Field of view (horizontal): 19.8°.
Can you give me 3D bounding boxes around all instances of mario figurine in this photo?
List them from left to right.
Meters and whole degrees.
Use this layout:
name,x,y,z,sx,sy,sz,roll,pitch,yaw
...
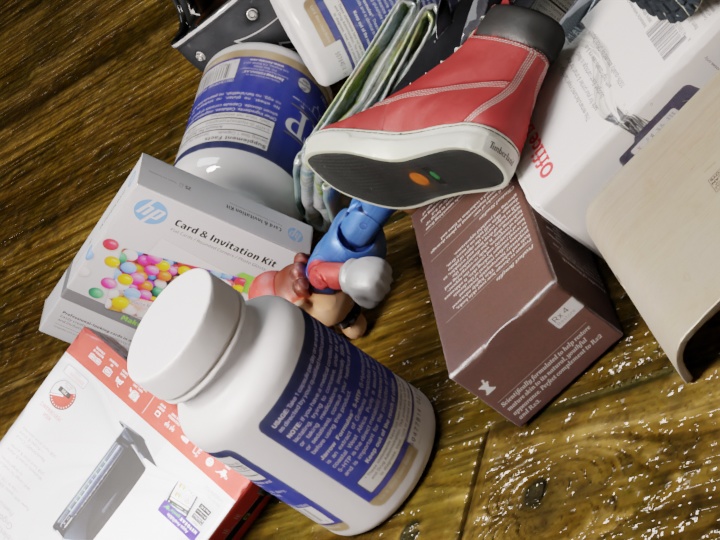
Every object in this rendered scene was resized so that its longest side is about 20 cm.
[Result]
name,x,y,z,sx,sy,sz,roll,pitch,yaw
mario figurine,0.000,0.000,1.578,0.106,0.123,0.200,51,122,23

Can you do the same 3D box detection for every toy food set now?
name,x,y,z,sx,sy,sz,roll,pitch,yaw
toy food set,0.238,-0.043,1.270,0.200,0.060,0.144,-47,39,18

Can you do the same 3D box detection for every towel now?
name,x,y,z,sx,sy,sz,roll,pitch,yaw
towel,0.009,-0.121,1.655,0.172,0.048,0.200,-57,-5,-9

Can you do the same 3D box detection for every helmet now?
name,x,y,z,sx,sy,sz,roll,pitch,yaw
helmet,-0.086,-0.263,1.897,0.200,0.199,0.192,-21,82,48

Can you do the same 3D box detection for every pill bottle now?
name,x,y,z,sx,sy,sz,roll,pitch,yaw
pill bottle,-0.100,-0.086,1.778,0.120,0.120,0.201,-28,37,42
pill bottle,-0.056,0.087,1.431,0.120,0.200,0.120,-39,31,28
pill bottle,0.027,-0.249,1.736,0.199,0.111,0.111,-30,28,-3

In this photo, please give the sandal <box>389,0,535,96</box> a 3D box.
name,x,y,z,sx,sy,sz,roll,pitch,yaw
sandal,0.081,-0.190,1.521,0.201,0.043,0.076,-56,28,-3

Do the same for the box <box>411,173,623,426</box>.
name,x,y,z,sx,sy,sz,roll,pitch,yaw
box,0.104,0.001,1.412,0.100,0.075,0.200,-43,27,21

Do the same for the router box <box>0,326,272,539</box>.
name,x,y,z,sx,sy,sz,roll,pitch,yaw
router box,-0.189,0.174,1.600,0.200,0.049,0.180,37,92,26

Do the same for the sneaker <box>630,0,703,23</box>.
name,x,y,z,sx,sy,sz,roll,pitch,yaw
sneaker,0.186,-0.228,1.351,0.086,0.078,0.200,-46,26,4

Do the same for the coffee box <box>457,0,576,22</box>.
name,x,y,z,sx,sy,sz,roll,pitch,yaw
coffee box,0.121,-0.170,1.571,0.113,0.080,0.201,-4,56,58

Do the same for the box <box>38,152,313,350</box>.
name,x,y,z,sx,sy,sz,roll,pitch,yaw
box,-0.152,0.008,1.688,0.200,0.155,0.041,-50,24,39

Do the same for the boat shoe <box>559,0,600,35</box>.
name,x,y,z,sx,sy,sz,roll,pitch,yaw
boat shoe,0.190,-0.185,1.508,0.200,0.072,0.062,-54,2,-7

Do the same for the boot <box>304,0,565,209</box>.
name,x,y,z,sx,sy,sz,roll,pitch,yaw
boot,0.054,-0.123,1.453,0.200,0.072,0.145,-4,55,47

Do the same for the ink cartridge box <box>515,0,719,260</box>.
name,x,y,z,sx,sy,sz,roll,pitch,yaw
ink cartridge box,0.196,-0.122,1.387,0.200,0.084,0.145,-46,26,17
